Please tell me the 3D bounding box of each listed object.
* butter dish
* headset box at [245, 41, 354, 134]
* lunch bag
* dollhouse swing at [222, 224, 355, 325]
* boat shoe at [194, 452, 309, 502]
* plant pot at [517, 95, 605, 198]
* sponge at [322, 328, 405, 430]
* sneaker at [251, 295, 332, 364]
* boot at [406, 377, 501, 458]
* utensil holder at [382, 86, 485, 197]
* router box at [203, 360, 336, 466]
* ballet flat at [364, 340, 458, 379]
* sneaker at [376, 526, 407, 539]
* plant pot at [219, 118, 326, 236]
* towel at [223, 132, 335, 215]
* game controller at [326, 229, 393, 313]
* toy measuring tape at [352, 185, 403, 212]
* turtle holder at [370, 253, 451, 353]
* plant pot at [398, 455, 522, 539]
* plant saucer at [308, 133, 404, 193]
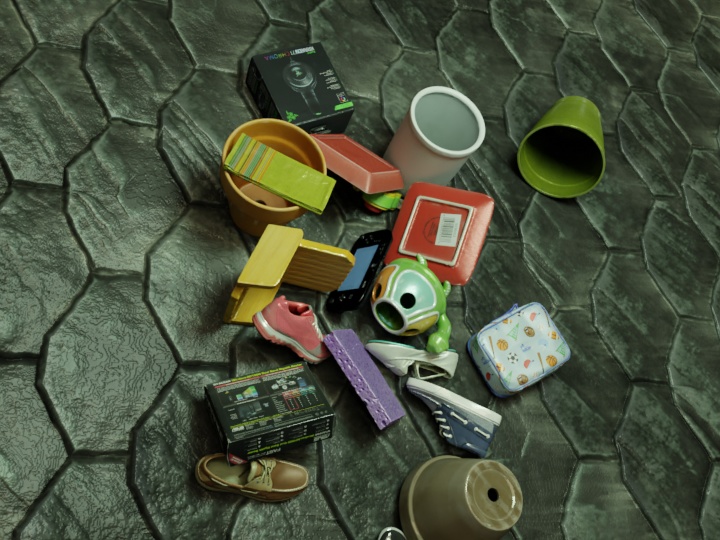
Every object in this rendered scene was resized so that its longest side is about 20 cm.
[{"bbox_3d":[0.178,-0.061,1.593,0.198,0.148,0.202,15,78,27],"label":"butter dish"},{"bbox_3d":[-0.131,-0.378,1.659,0.173,0.093,0.201,-19,74,-24],"label":"headset box"},{"bbox_3d":[0.330,0.160,1.577,0.199,0.076,0.161,-24,73,-25],"label":"lunch bag"},{"bbox_3d":[-0.132,0.036,1.406,0.175,0.200,0.183,28,60,-5],"label":"dollhouse swing"},{"bbox_3d":[-0.186,0.356,1.311,0.198,0.074,0.076,7,64,-15],"label":"boat shoe"},{"bbox_3d":[0.493,-0.310,1.797,0.199,0.201,0.194,32,48,-2],"label":"plant pot"},{"bbox_3d":[0.010,0.202,1.434,0.030,0.111,0.201,-37,78,14],"label":"sponge"},{"bbox_3d":[-0.104,0.108,1.403,0.199,0.087,0.074,30,20,-43],"label":"sneaker"},{"bbox_3d":[0.169,0.285,1.469,0.198,0.073,0.091,24,79,5],"label":"boot"},{"bbox_3d":[0.151,-0.266,1.637,0.168,0.200,0.172,9,61,-16],"label":"utensil holder"},{"bbox_3d":[-0.162,0.248,1.338,0.198,0.063,0.150,-10,38,-23],"label":"router box"},{"bbox_3d":[0.104,0.181,1.499,0.198,0.069,0.070,9,63,-18],"label":"ballet flat"},{"bbox_3d":[0.068,0.545,1.303,0.071,0.083,0.202,6,64,-16],"label":"sneaker"},{"bbox_3d":[-0.184,-0.162,1.489,0.198,0.183,0.202,8,63,-15],"label":"plant pot"},{"bbox_3d":[-0.147,-0.179,1.393,0.198,0.018,0.087,25,61,-6],"label":"towel"},{"bbox_3d":[0.000,0.000,1.525,0.042,0.104,0.201,39,57,-24],"label":"game controller"},{"bbox_3d":[0.073,-0.144,1.630,0.198,0.074,0.074,26,61,-6],"label":"toy measuring tape"},{"bbox_3d":[0.096,0.075,1.495,0.132,0.140,0.187,-42,116,-46],"label":"turtle holder"},{"bbox_3d":[0.192,0.414,1.343,0.198,0.174,0.202,12,58,-20],"label":"plant pot"},{"bbox_3d":[-0.015,-0.231,1.573,0.199,0.037,0.200,35,21,16],"label":"plant saucer"}]
